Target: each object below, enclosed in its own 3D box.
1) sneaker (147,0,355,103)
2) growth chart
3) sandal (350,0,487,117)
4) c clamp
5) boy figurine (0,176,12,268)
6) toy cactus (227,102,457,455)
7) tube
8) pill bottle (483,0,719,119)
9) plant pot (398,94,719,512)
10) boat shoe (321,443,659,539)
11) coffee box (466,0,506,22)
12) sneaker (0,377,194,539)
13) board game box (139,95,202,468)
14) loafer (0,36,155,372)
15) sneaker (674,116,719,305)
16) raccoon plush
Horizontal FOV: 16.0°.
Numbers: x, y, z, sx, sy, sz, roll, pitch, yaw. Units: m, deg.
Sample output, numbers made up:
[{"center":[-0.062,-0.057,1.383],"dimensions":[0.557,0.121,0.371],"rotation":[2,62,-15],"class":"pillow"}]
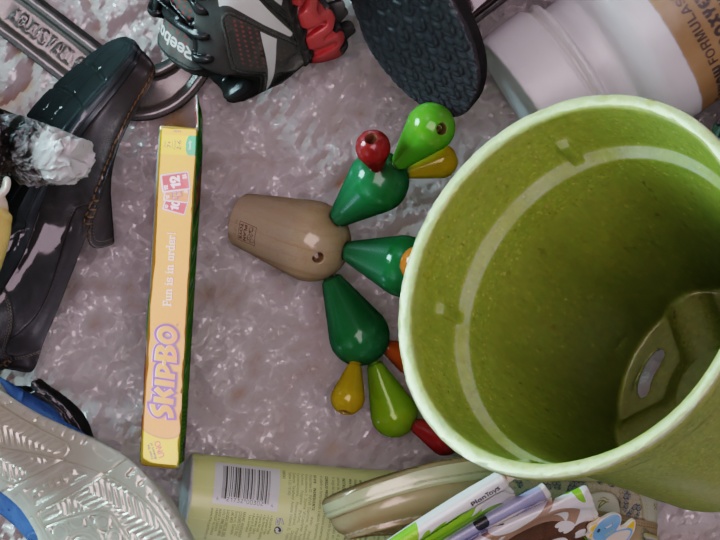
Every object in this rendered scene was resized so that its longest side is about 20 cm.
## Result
[{"center":[-0.074,-0.159,1.376],"dimensions":[0.098,0.201,0.071],"rotation":[-37,57,-5],"class":"sneaker"},{"center":[0.084,0.171,1.390],"dimensions":[0.145,0.200,0.018],"rotation":[-36,46,6],"class":"growth chart"},{"center":[0.018,-0.175,1.356],"dimensions":[0.045,0.075,0.200],"rotation":[-39,106,-40],"class":"sandal"},{"center":[-0.145,-0.192,1.454],"dimensions":[0.200,0.027,0.171],"rotation":[43,88,-1],"class":"c clamp"},{"center":[-0.233,-0.012,1.316],"dimensions":[0.124,0.064,0.201],"rotation":[-19,96,-2],"class":"boy figurine"},{"center":[0.000,0.000,1.413],"dimensions":[0.165,0.102,0.201],"rotation":[17,127,24],"class":"toy cactus"},{"center":[-0.002,0.141,1.438],"dimensions":[0.199,0.052,0.058],"rotation":[7,126,-9],"class":"tube"},{"center":[0.172,-0.146,1.419],"dimensions":[0.200,0.114,0.115],"rotation":[-34,89,-3],"class":"pill bottle"},{"center":[0.150,0.038,1.322],"dimensions":[0.200,0.184,0.201],"rotation":[-14,62,28],"class":"plant pot"},{"center":[0.077,0.133,1.403],"dimensions":[0.199,0.073,0.063],"rotation":[-4,82,-20],"class":"boat shoe"},{"center":[0.076,-0.216,1.421],"dimensions":[0.200,0.080,0.113],"rotation":[-37,90,7],"class":"coffee box"},{"center":[-0.157,0.120,1.394],"dimensions":[0.200,0.111,0.077],"rotation":[32,90,15],"class":"sneaker"},{"center":[-0.103,0.007,1.413],"dimensions":[0.030,0.096,0.201],"rotation":[6,87,-2],"class":"board game box"},{"center":[-0.168,-0.036,1.434],"dimensions":[0.072,0.073,0.200],"rotation":[32,93,-25],"class":"loafer"},{"center":[0.202,-0.055,1.404],"dimensions":[0.087,0.074,0.201],"rotation":[14,117,2],"class":"sneaker"},{"center":[-0.240,-0.033,1.377],"dimensions":[0.097,0.200,0.134],"rotation":[23,88,-34],"class":"raccoon plush"}]
